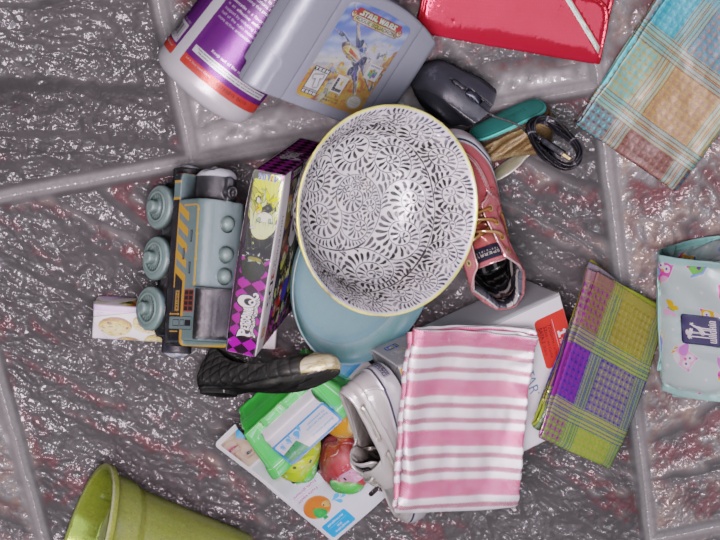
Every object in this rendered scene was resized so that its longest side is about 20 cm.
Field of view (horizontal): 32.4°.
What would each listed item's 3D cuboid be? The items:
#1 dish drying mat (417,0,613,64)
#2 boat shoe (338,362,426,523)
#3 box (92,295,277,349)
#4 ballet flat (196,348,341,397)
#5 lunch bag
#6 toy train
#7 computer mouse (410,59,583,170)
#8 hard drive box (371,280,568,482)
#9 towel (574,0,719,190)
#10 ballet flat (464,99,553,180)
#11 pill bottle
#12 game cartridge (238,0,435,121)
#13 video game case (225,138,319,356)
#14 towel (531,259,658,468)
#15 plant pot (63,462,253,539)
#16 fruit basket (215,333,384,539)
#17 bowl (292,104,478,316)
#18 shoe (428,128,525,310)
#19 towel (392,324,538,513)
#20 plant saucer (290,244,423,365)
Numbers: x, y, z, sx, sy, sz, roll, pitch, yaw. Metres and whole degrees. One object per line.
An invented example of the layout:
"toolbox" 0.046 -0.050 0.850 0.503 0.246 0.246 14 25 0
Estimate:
"dish drying mat" 0.161 -0.268 1.287 0.199 0.018 0.077 9 107 -7
"boat shoe" 0.021 0.194 1.308 0.066 0.072 0.200 -27 126 -24
"box" -0.190 0.056 1.345 0.199 0.039 0.042 5 104 -6
"ballet flat" -0.102 0.100 1.302 0.066 0.200 0.057 19 69 -47
"lunch bag" 0.422 0.049 1.350 0.199 0.122 0.171 -5 108 4
"toy train" -0.166 -0.010 1.265 0.085 0.114 0.201 9 84 -43
"computer mouse" 0.139 -0.161 1.264 0.200 0.034 0.059 28 71 15
"hard drive box" 0.133 0.122 1.342 0.200 0.077 0.156 -24 108 -17
"towel" 0.340 -0.202 1.319 0.146 0.022 0.200 31 102 -12
"ballet flat" 0.113 -0.119 1.311 0.199 0.068 0.072 -19 123 -3
"pill bottle" -0.101 -0.252 1.223 0.112 0.112 0.200 38 101 -14
"game cartridge" -0.014 -0.215 1.217 0.200 0.042 0.133 12 121 -49
"video game case" -0.083 -0.029 1.245 0.036 0.200 0.182 13 105 6
"towel" 0.262 0.104 1.346 0.143 0.023 0.201 27 78 -36
"plant pot" -0.222 0.332 1.361 0.184 0.200 0.201 20 104 -21
"fruit basket" -0.028 0.192 1.372 0.185 0.094 0.200 -42 109 7
"bowl" 0.006 -0.061 1.201 0.200 0.094 0.201 -5 99 -31
"shoe" 0.122 -0.049 1.271 0.071 0.091 0.200 -22 133 2
"towel" 0.109 0.156 1.280 0.146 0.030 0.201 1 100 -22
"plant saucer" 0.000 0.000 1.303 0.200 0.027 0.201 -16 115 -39
